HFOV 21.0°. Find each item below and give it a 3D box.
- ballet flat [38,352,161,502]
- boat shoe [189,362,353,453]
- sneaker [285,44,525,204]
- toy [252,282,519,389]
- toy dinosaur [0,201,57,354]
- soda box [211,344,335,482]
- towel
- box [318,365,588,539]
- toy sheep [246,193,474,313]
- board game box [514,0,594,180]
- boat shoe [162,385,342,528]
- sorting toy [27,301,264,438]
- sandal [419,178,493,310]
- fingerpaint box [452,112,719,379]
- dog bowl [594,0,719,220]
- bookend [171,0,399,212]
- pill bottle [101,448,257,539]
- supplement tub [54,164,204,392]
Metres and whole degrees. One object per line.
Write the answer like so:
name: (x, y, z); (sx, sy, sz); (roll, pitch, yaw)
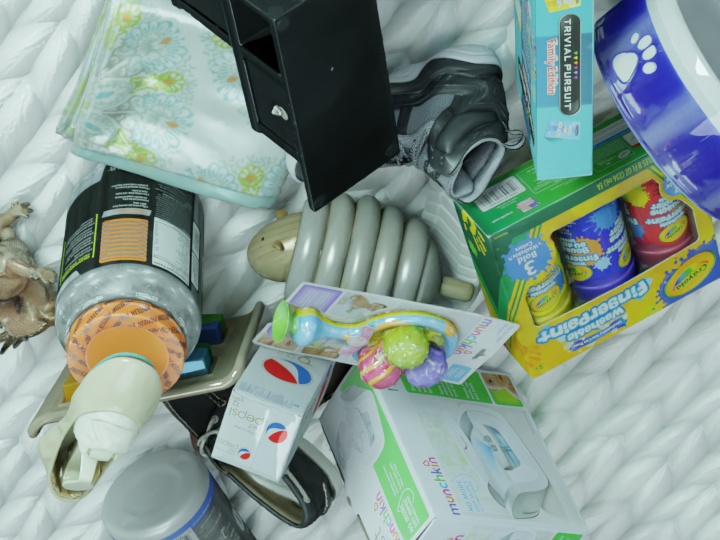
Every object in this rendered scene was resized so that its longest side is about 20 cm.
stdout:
ballet flat: (-0.212, 0.135, 1.568); (0.069, 0.070, 0.200); (18, 147, -17)
boat shoe: (-0.071, 0.114, 1.809); (0.200, 0.070, 0.070); (-27, 124, 16)
sneaker: (0.038, -0.100, 1.598); (0.200, 0.114, 0.075); (-26, 150, 9)
toy: (0.021, 0.068, 1.632); (0.199, 0.047, 0.115); (15, 146, -19)
toy dinosaur: (-0.339, 0.003, 1.700); (0.199, 0.086, 0.136); (22, 131, -13)
soda box: (-0.068, 0.104, 1.669); (0.063, 0.200, 0.068); (21, 111, 4)
towel: (-0.136, -0.146, 1.610); (0.199, 0.048, 0.171); (15, 127, -15)
box: (0.080, 0.186, 1.765); (0.176, 0.200, 0.097); (11, 128, -32)
toy sheep: (0.000, 0.000, 1.683); (0.199, 0.138, 0.138); (11, 128, -7)
board game box: (0.150, -0.197, 1.518); (0.047, 0.151, 0.200); (-5, 129, 0)
boat shoe: (-0.109, 0.156, 1.747); (0.200, 0.060, 0.074); (40, 132, 5)
sorting toy: (-0.187, 0.079, 1.710); (0.199, 0.185, 0.037); (-16, 105, 8)
sandal: (0.092, -0.039, 1.703); (0.050, 0.082, 0.203); (-27, 144, -38)
fingerpaint box: (0.199, -0.027, 1.666); (0.200, 0.073, 0.167); (-27, 128, -9)
dog bowl: (0.274, -0.140, 1.539); (0.079, 0.200, 0.200); (-35, 123, 26)
bookend: (-0.076, -0.185, 1.496); (0.092, 0.200, 0.199); (-35, 143, -20)
pill bottle: (-0.160, 0.279, 1.907); (0.113, 0.114, 0.200); (-20, 127, 12)
supplement tub: (-0.193, 0.009, 1.633); (0.122, 0.200, 0.123); (-1, 129, -1)
